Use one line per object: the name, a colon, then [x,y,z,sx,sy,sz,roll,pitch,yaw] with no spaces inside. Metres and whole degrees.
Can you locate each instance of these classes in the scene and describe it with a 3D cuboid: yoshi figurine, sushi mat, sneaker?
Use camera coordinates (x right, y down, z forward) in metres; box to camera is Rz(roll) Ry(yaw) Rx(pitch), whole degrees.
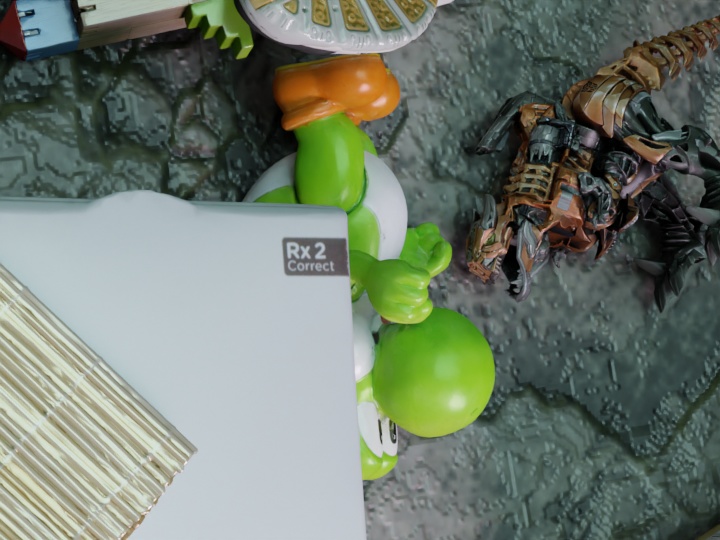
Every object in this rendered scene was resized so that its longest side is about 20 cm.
yoshi figurine: [0.015,-0.002,1.058,0.112,0.112,0.201,-4,86,-34]
sushi mat: [-0.162,0.041,0.866,0.200,0.012,0.096,45,66,-12]
sneaker: [-0.005,-0.136,1.056,0.200,0.087,0.076,-25,94,-51]

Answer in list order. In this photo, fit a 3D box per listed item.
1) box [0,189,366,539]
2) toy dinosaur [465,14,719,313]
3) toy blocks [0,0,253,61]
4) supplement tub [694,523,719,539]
box: [-0.113,0.075,0.964,0.198,0.131,0.201,1,81,-26]
toy dinosaur: [0.139,-0.059,1.141,0.136,0.102,0.200,39,88,2]
toy blocks: [-0.142,-0.181,1.023,0.136,0.100,0.201,-14,87,-12]
supplement tub: [0.214,0.192,1.101,0.199,0.144,0.145,-27,94,-28]
